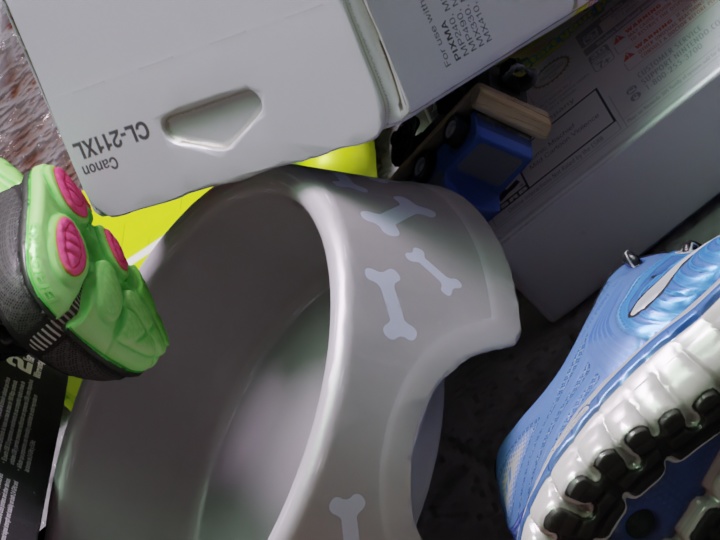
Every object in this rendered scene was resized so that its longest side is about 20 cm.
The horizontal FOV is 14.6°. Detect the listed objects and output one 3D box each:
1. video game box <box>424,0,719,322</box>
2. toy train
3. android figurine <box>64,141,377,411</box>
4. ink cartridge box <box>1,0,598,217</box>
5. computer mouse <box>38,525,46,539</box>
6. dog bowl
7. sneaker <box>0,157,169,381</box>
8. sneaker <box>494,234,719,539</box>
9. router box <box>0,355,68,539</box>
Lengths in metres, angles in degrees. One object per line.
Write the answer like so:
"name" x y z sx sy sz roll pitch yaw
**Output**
"video game box" 0.112 -0.096 0.983 0.200 0.047 0.182 -38 31 11
"toy train" 0.000 0.000 0.953 0.200 0.034 0.046 -49 30 37
"android figurine" -0.071 -0.010 1.111 0.182 0.041 0.200 -33 29 18
"ink cartridge box" 0.005 -0.103 0.919 0.145 0.083 0.200 -15 13 42
"computer mouse" -0.140 0.176 0.960 0.201 0.034 0.059 -60 13 -15
"dog bowl" -0.032 0.058 0.873 0.200 0.058 0.201 -39 40 41
"sneaker" -0.121 0.011 0.899 0.084 0.077 0.200 -38 16 -14
"sneaker" 0.110 0.008 0.806 0.200 0.079 0.089 -43 30 2
"router box" -0.162 0.115 0.944 0.150 0.062 0.200 -61 11 17
